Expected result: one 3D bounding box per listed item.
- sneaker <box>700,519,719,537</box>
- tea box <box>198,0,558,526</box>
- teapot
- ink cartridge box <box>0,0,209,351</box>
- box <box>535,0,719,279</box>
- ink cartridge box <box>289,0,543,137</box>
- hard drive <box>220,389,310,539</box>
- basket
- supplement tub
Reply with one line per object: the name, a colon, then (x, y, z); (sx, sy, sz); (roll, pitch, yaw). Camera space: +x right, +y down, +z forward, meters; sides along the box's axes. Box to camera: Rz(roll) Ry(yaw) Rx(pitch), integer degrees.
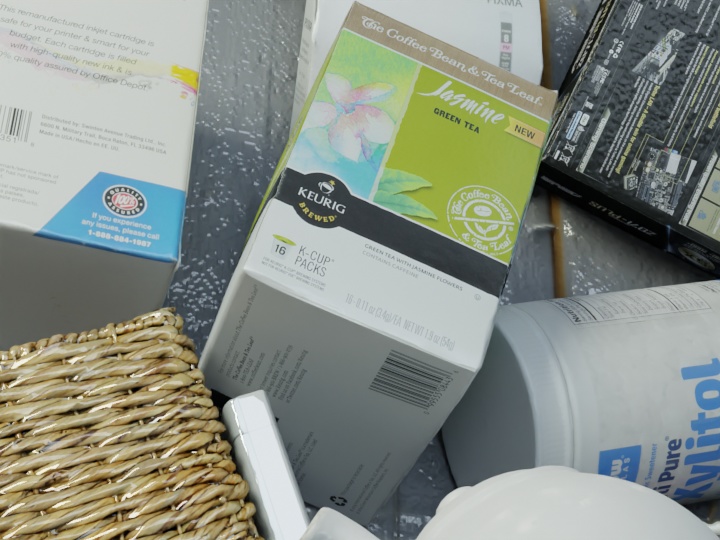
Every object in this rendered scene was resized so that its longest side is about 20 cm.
sneaker: (0.159, 0.204, 0.889); (0.197, 0.078, 0.085); (-13, 48, -14)
tea box: (0.000, 0.000, 0.886); (0.132, 0.201, 0.198); (22, 55, -5)
teapot: (0.086, 0.164, 0.755); (0.196, 0.201, 0.146); (-27, 52, -14)
ink cartridge box: (-0.176, -0.067, 0.897); (0.145, 0.145, 0.202); (12, 56, -13)
box: (0.225, -0.121, 1.058); (0.162, 0.086, 0.202); (26, 85, -2)
ink cartridge box: (0.043, -0.169, 1.024); (0.160, 0.203, 0.057); (3, 19, -18)
hard drive: (-0.033, 0.177, 0.800); (0.026, 0.132, 0.202); (-15, 68, -15)
basket: (-0.160, 0.134, 0.777); (0.198, 0.143, 0.150); (-14, 58, -19)
supplement tub: (0.160, 0.078, 0.939); (0.197, 0.132, 0.133); (-7, 62, -23)
